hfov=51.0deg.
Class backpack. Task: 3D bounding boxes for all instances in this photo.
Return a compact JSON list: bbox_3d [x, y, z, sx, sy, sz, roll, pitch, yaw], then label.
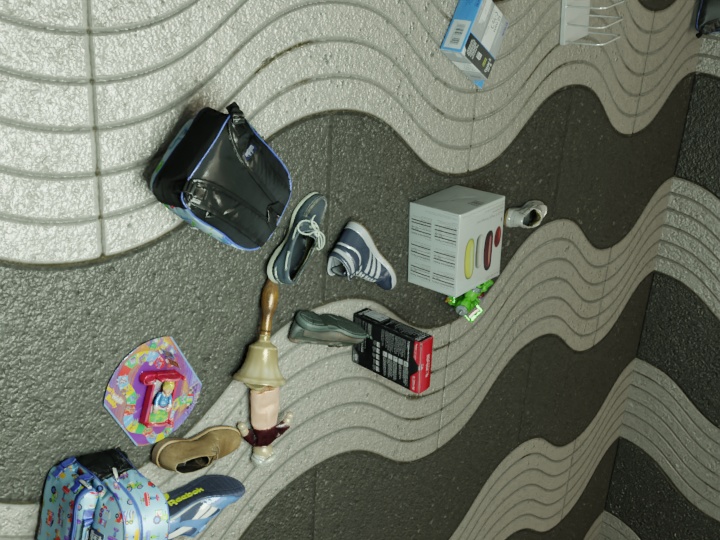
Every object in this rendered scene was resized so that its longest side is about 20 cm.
[{"bbox_3d":[-0.396,0.400,1.188,0.134,0.199,0.184,4,104,-51],"label":"backpack"},{"bbox_3d":[1.299,-0.924,2.672,0.154,0.189,0.201,-37,134,-57],"label":"backpack"},{"bbox_3d":[-0.217,-0.141,1.206,0.200,0.146,0.184,42,72,-46],"label":"backpack"}]

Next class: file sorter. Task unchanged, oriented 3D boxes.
[{"bbox_3d":[0.618,-0.705,1.992,0.138,0.124,0.201,-31,128,-38],"label":"file sorter"}]

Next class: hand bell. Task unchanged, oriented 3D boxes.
[{"bbox_3d":[-0.179,0.111,1.433,0.104,0.104,0.202,9,88,-52],"label":"hand bell"}]

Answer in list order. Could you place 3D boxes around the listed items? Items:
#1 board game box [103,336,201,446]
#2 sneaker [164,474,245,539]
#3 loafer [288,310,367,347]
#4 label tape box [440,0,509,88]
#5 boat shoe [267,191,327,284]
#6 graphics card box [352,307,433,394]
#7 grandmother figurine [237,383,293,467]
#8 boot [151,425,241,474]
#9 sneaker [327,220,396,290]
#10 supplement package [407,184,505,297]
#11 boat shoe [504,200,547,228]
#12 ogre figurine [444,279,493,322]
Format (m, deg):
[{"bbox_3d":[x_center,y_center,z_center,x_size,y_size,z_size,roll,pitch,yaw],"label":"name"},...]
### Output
[{"bbox_3d":[-0.344,0.217,1.298,0.158,0.039,0.201,-46,136,-28],"label":"board game box"},{"bbox_3d":[-0.309,0.448,1.424,0.199,0.074,0.083,-11,116,-40],"label":"sneaker"},{"bbox_3d":[-0.072,0.130,1.584,0.199,0.072,0.063,17,113,-46],"label":"loafer"},{"bbox_3d":[0.274,-0.515,1.706,0.200,0.066,0.144,23,88,-51],"label":"label tape box"},{"bbox_3d":[-0.108,-0.062,1.436,0.075,0.062,0.201,51,59,-40],"label":"boat shoe"},{"bbox_3d":[0.067,0.173,1.652,0.051,0.199,0.126,-21,121,-43],"label":"graphics card box"},{"bbox_3d":[-0.191,0.308,1.518,0.120,0.061,0.201,-3,114,-21],"label":"grandmother figurine"},{"bbox_3d":[-0.284,0.339,1.399,0.199,0.075,0.074,-1,105,-54],"label":"boot"},{"bbox_3d":[0.000,0.000,1.595,0.109,0.070,0.200,-56,134,-25],"label":"sneaker"},{"bbox_3d":[0.225,-0.073,1.777,0.191,0.147,0.201,-24,122,-43],"label":"supplement package"},{"bbox_3d":[0.479,-0.149,2.114,0.199,0.069,0.071,-20,119,-46],"label":"boat shoe"},{"bbox_3d":[0.285,0.062,1.938,0.098,0.200,0.120,34,93,-13],"label":"ogre figurine"}]
